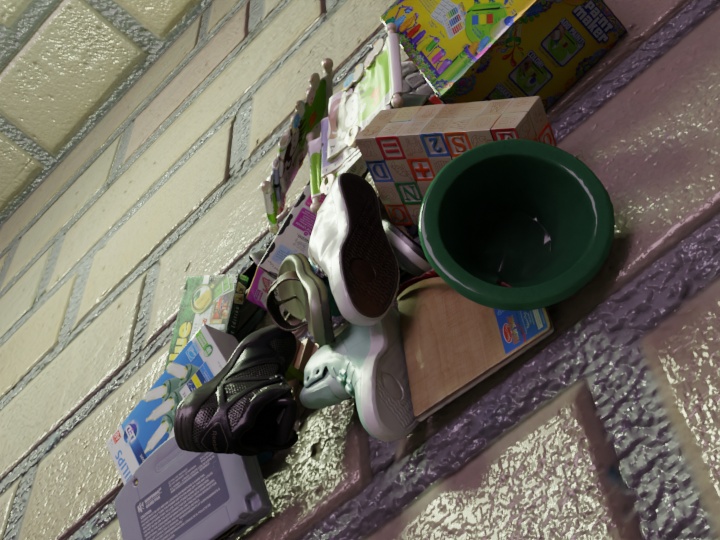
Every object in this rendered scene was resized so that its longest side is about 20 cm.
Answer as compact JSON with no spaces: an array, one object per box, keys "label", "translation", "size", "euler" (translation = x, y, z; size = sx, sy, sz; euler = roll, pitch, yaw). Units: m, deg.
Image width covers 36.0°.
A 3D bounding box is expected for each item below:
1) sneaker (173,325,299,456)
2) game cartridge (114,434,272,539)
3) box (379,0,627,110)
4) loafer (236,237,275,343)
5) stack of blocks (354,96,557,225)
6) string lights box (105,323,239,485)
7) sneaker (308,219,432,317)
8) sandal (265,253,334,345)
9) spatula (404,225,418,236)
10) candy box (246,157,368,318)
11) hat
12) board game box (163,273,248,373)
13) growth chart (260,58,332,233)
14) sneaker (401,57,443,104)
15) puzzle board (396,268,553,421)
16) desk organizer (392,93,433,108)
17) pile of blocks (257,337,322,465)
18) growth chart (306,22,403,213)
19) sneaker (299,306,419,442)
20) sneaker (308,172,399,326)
[{"label":"sneaker","translation":[-0.093,0.125,1.132],"size":[0.113,0.077,0.199],"euler":[9,26,22]},{"label":"game cartridge","translation":[-0.184,0.243,1.197],"size":[0.200,0.041,0.134],"euler":[-38,59,25]},{"label":"box","translation":[0.155,-0.278,1.252],"size":[0.193,0.122,0.200],"euler":[-44,40,15]},{"label":"loafer","translation":[-0.134,0.009,1.473],"size":[0.201,0.063,0.072],"euler":[-54,23,-8]},{"label":"stack of blocks","translation":[0.105,-0.109,1.148],"size":[0.199,0.116,0.059],"euler":[1,39,40]},{"label":"string lights box","translation":[-0.211,0.176,1.329],"size":[0.200,0.059,0.103],"euler":[-50,46,11]},{"label":"sneaker","translation":[0.000,0.000,1.232],"size":[0.121,0.083,0.200],"euler":[-56,29,-1]},{"label":"sandal","translation":[-0.071,0.031,1.170],"size":[0.057,0.080,0.201],"euler":[-16,11,-9]},{"label":"spatula","translation":[0.023,-0.123,1.313],"size":[0.057,0.020,0.201],"euler":[-49,61,39]},{"label":"candy box","translation":[-0.064,-0.051,1.383],"size":[0.201,0.061,0.136],"euler":[-62,2,-22]},{"label":"hat","translation":[0.142,-0.012,1.047],"size":[0.166,0.176,0.200],"euler":[-44,62,-11]},{"label":"board game box","translation":[-0.205,0.103,1.415],"size":[0.104,0.023,0.202],"euler":[-5,67,42]},{"label":"growth chart","translation":[-0.079,-0.159,1.405],"size":[0.145,0.018,0.201],"euler":[81,-147,-71]},{"label":"sneaker","translation":[0.110,-0.266,1.454],"size":[0.199,0.077,0.082],"euler":[-24,15,36]},{"label":"puzzle board","translation":[0.105,0.041,1.059],"size":[0.150,0.017,0.201],"euler":[-35,28,17]},{"label":"desk organizer","translation":[0.048,-0.173,1.397],"size":[0.072,0.077,0.200],"euler":[-53,24,-5]},{"label":"pile of blocks","translation":[-0.112,0.152,1.236],"size":[0.082,0.062,0.201],"euler":[-6,50,58]},{"label":"growth chart","translation":[-0.008,-0.179,1.284],"size":[0.200,0.018,0.145],"euler":[-48,36,35]},{"label":"sneaker","translation":[-0.005,0.122,1.078],"size":[0.118,0.074,0.201],"euler":[-40,21,19]},{"label":"sneaker","translation":[-0.012,-0.006,1.144],"size":[0.085,0.072,0.201],"euler":[-51,28,35]}]
